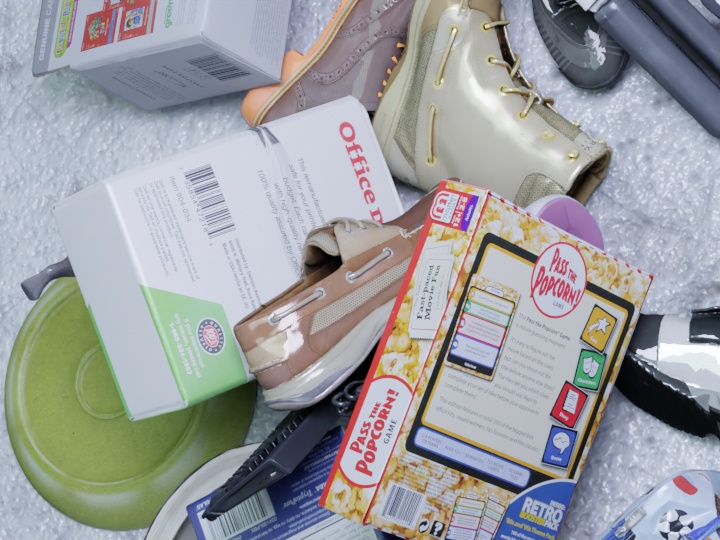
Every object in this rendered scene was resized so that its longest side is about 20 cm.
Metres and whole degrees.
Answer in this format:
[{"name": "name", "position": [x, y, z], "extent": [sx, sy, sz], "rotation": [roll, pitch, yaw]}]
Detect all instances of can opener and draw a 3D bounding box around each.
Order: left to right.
[{"name": "can opener", "position": [0.176, -0.169, 1.335], "extent": [0.200, 0.067, 0.053], "rotation": [44, 80, -3]}]

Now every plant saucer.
[{"name": "plant saucer", "position": [-0.168, 0.078, 1.486], "extent": [0.198, 0.031, 0.202], "rotation": [-5, 77, 21]}]

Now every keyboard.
[{"name": "keyboard", "position": [-0.020, 0.081, 1.308], "extent": [0.127, 0.200, 0.021], "rotation": [-34, 96, 29]}]

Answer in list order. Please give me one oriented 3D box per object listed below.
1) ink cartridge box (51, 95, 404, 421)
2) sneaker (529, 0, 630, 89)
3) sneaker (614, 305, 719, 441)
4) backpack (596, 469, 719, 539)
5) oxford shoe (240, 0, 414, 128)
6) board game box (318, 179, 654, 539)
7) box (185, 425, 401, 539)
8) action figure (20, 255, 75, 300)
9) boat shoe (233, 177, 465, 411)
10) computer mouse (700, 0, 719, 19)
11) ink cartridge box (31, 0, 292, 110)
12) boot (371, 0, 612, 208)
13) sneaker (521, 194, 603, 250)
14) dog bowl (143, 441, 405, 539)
[{"name": "ink cartridge box", "position": [-0.072, -0.009, 1.351], "extent": [0.084, 0.199, 0.147], "rotation": [-19, 92, 55]}, {"name": "sneaker", "position": [0.129, -0.217, 1.396], "extent": [0.066, 0.090, 0.202], "rotation": [-13, 74, 20]}, {"name": "sneaker", "position": [0.223, 0.056, 1.317], "extent": [0.199, 0.074, 0.089], "rotation": [27, 71, 26]}, {"name": "backpack", "position": [0.187, 0.212, 1.232], "extent": [0.191, 0.200, 0.154], "rotation": [-49, 61, 12]}, {"name": "oxford shoe", "position": [0.011, -0.145, 1.445], "extent": [0.200, 0.071, 0.073], "rotation": [-44, 70, 19]}, {"name": "board game box", "position": [0.077, 0.068, 1.250], "extent": [0.046, 0.151, 0.201], "rotation": [16, 83, 52]}, {"name": "box", "position": [-0.021, 0.211, 1.308], "extent": [0.121, 0.032, 0.201], "rotation": [-28, 69, 18]}, {"name": "action figure", "position": [-0.095, 0.006, 1.417], "extent": [0.200, 0.105, 0.193], "rotation": [39, 62, 16]}, {"name": "boat shoe", "position": [0.000, 0.000, 1.301], "extent": [0.072, 0.200, 0.076], "rotation": [52, 146, -11]}, {"name": "computer mouse", "position": [0.297, -0.165, 1.343], "extent": [0.199, 0.053, 0.139], "rotation": [30, 93, 15]}, {"name": "ink cartridge box", "position": [-0.130, -0.223, 1.485], "extent": [0.175, 0.084, 0.202], "rotation": [-7, 68, 40]}, {"name": "boot", "position": [0.100, -0.121, 1.375], "extent": [0.155, 0.073, 0.201], "rotation": [32, 114, 24]}, {"name": "sneaker", "position": [0.072, 0.043, 1.328], "extent": [0.088, 0.080, 0.201], "rotation": [14, 73, 54]}, {"name": "dog bowl", "position": [-0.044, 0.213, 1.377], "extent": [0.199, 0.074, 0.202], "rotation": [-5, 78, 23]}]
